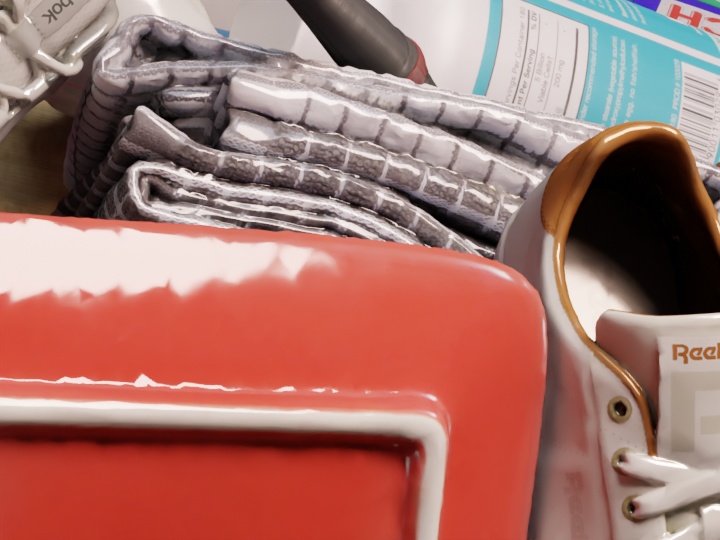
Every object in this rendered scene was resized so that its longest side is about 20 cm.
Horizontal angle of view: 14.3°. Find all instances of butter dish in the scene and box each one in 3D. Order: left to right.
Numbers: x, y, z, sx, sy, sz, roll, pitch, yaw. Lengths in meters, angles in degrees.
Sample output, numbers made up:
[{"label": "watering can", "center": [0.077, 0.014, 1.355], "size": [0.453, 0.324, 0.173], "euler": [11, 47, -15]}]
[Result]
[{"label": "butter dish", "center": [-0.075, 0.081, 0.691], "size": [0.200, 0.200, 0.148], "euler": [3, 6, -30]}]

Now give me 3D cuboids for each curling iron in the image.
[{"label": "curling iron", "center": [-0.001, -0.059, 0.886], "size": [0.049, 0.026, 0.200], "euler": [-13, -15, 7]}]

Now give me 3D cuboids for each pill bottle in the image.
[{"label": "pill bottle", "center": [0.052, -0.061, 1.077], "size": [0.200, 0.111, 0.111], "euler": [19, 23, -23]}]

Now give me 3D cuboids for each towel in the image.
[{"label": "towel", "center": [0.000, 0.000, 0.897], "size": [0.200, 0.086, 0.166], "euler": [14, -17, -10]}]

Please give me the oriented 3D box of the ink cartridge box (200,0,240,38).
[{"label": "ink cartridge box", "center": [0.000, -0.166, 1.181], "size": [0.146, 0.200, 0.147], "euler": [13, 26, -13]}]

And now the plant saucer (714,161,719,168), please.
[{"label": "plant saucer", "center": [0.165, 0.051, 0.878], "size": [0.032, 0.201, 0.200], "euler": [-25, 37, -7]}]

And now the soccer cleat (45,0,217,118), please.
[{"label": "soccer cleat", "center": [-0.077, -0.069, 1.014], "size": [0.078, 0.069, 0.200], "euler": [58, -3, 5]}]

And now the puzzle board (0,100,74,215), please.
[{"label": "puzzle board", "center": [-0.066, -0.014, 1.045], "size": [0.200, 0.017, 0.151], "euler": [13, 24, -14]}]

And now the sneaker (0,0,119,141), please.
[{"label": "sneaker", "center": [-0.122, -0.066, 0.841], "size": [0.087, 0.075, 0.200], "euler": [-7, 43, 35]}]

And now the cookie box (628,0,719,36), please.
[{"label": "cookie box", "center": [0.178, -0.080, 1.275], "size": [0.171, 0.075, 0.200], "euler": [24, 26, 9]}]

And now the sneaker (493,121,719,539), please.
[{"label": "sneaker", "center": [0.073, 0.057, 0.691], "size": [0.073, 0.085, 0.200], "euler": [-7, 67, -15]}]
